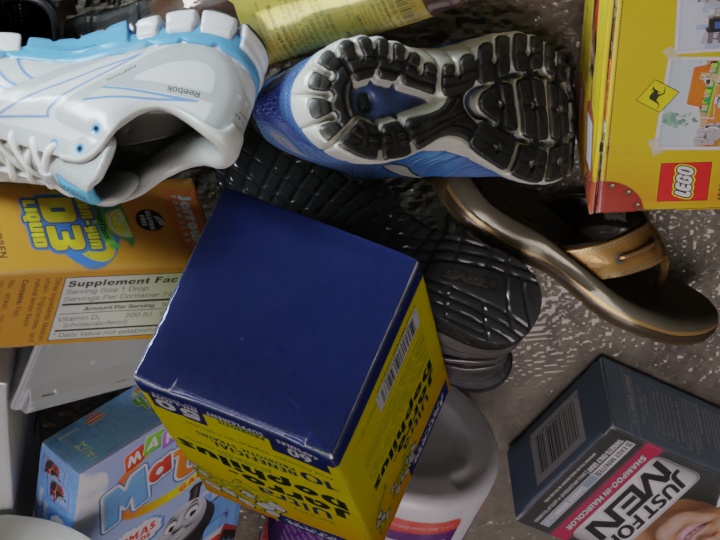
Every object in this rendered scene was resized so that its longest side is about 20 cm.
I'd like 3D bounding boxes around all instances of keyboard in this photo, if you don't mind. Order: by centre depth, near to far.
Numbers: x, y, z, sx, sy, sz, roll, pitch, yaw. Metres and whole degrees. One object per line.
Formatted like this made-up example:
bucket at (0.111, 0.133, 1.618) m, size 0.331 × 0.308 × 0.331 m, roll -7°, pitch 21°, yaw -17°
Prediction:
keyboard at (-0.100, 0.036, 1.241) m, size 0.199 × 0.011 × 0.056 m, roll -14°, pitch 139°, yaw -40°

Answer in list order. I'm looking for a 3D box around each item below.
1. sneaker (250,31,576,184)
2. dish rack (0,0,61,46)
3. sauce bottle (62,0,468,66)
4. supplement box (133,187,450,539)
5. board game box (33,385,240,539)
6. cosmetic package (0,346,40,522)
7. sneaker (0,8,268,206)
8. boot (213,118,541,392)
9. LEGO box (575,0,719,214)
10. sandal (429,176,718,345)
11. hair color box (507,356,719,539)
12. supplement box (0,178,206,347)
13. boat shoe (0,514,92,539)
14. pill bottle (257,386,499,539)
sneaker at (0.030, -0.083, 1.155) m, size 0.199 × 0.079 × 0.089 m, roll 4°, pitch 177°, yaw -39°
dish rack at (-0.247, -0.092, 1.148) m, size 0.199 × 0.055 × 0.154 m, roll -1°, pitch 133°, yaw -3°
sauce bottle at (-0.048, -0.132, 1.116) m, size 0.199 × 0.065 × 0.065 m, roll -16°, pitch 133°, yaw 9°
supplement box at (-0.029, 0.058, 1.166) m, size 0.108 × 0.110 × 0.200 m, roll 20°, pitch 163°, yaw 14°
board game box at (-0.128, 0.141, 1.332) m, size 0.151 × 0.037 × 0.200 m, roll -32°, pitch 148°, yaw -37°
cosmetic package at (-0.228, 0.090, 1.286) m, size 0.081 × 0.113 × 0.200 m, roll 4°, pitch 136°, yaw -3°
sneaker at (-0.144, -0.066, 1.081) m, size 0.199 × 0.087 × 0.075 m, roll -11°, pitch 138°, yaw 15°
boot at (0.000, 0.000, 1.237) m, size 0.200 × 0.070 × 0.132 m, roll 36°, pitch 162°, yaw 3°
LEGO box at (0.189, -0.127, 1.128) m, size 0.148 × 0.077 × 0.201 m, roll -2°, pitch 134°, yaw -2°
sandal at (0.126, -0.019, 1.239) m, size 0.200 × 0.080 × 0.054 m, roll 31°, pitch 109°, yaw -23°
hair color box at (0.200, 0.137, 1.395) m, size 0.199 × 0.061 × 0.099 m, roll 23°, pitch 128°, yaw -25°
supplement box at (-0.175, -0.003, 1.146) m, size 0.199 × 0.067 × 0.069 m, roll -2°, pitch 140°, yaw -26°
boat shoe at (-0.225, 0.188, 1.258) m, size 0.199 × 0.072 × 0.069 m, roll -11°, pitch 143°, yaw 10°
pill bottle at (-0.001, 0.161, 1.369) m, size 0.111 × 0.112 × 0.200 m, roll 12°, pitch 132°, yaw -15°
